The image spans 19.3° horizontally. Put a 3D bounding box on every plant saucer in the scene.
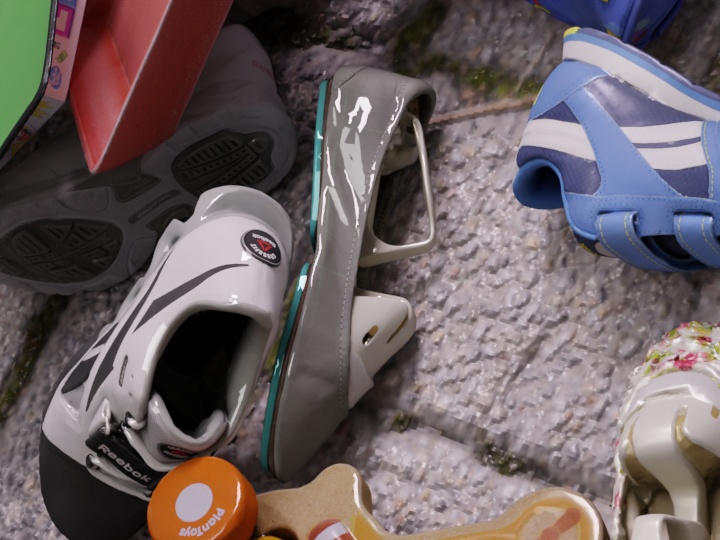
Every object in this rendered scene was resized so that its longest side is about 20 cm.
[{"bbox_3d":[-0.087,-0.165,1.002,0.201,0.036,0.200,-63,24,18],"label":"plant saucer"}]

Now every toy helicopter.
[{"bbox_3d":[0.007,0.137,0.869,0.198,0.079,0.133,-14,51,16],"label":"toy helicopter"}]

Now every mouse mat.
[{"bbox_3d":[-0.182,-0.091,1.021,0.200,0.007,0.162,-49,32,45],"label":"mouse mat"}]

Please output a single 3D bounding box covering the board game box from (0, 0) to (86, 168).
[{"bbox_3d":[-0.194,-0.117,1.119,0.200,0.034,0.136,-33,45,56],"label":"board game box"}]

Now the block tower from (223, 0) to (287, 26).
[{"bbox_3d":[-0.016,-0.189,1.070,0.199,0.058,0.054,-25,53,26],"label":"block tower"}]

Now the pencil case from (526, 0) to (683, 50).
[{"bbox_3d":[0.062,-0.168,0.951,0.199,0.087,0.078,30,69,21],"label":"pencil case"}]

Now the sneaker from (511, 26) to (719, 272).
[{"bbox_3d":[0.136,-0.028,0.862,0.083,0.074,0.200,-55,40,2],"label":"sneaker"}]

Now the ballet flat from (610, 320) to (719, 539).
[{"bbox_3d":[0.123,0.095,0.795,0.075,0.064,0.201,-15,52,28],"label":"ballet flat"}]

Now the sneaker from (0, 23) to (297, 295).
[{"bbox_3d":[-0.121,-0.059,1.077,0.199,0.078,0.100,-23,46,17],"label":"sneaker"}]

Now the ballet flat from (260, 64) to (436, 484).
[{"bbox_3d":[0.000,0.000,0.955,0.063,0.067,0.202,7,70,6],"label":"ballet flat"}]

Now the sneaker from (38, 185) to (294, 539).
[{"bbox_3d":[-0.092,0.063,0.935,0.089,0.074,0.201,-96,30,-55],"label":"sneaker"}]
